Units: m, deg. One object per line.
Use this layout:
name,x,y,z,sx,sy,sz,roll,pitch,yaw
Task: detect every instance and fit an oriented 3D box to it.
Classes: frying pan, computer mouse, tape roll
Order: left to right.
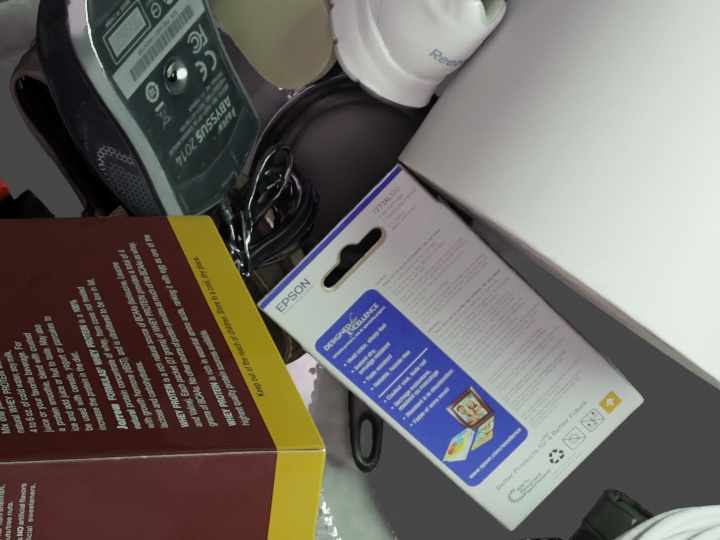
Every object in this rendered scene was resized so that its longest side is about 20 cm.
computer mouse,-0.098,-0.068,1.279,0.052,0.139,0.201,2,125,37
frying pan,0.015,-0.008,1.397,0.114,0.031,0.191,-23,107,0
tape roll,0.138,-0.049,1.304,0.202,0.203,0.139,36,91,-6

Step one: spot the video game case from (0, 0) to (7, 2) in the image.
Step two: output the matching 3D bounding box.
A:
video game case,-0.191,-0.213,1.324,0.180,0.026,0.201,-15,69,1

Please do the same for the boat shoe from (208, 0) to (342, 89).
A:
boat shoe,-0.059,-0.181,1.360,0.074,0.063,0.202,-33,86,34

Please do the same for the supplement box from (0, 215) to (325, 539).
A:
supplement box,-0.141,0.081,1.149,0.199,0.197,0.133,-1,119,-18

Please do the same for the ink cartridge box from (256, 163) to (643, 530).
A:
ink cartridge box,0.042,0.035,1.361,0.095,0.037,0.200,-45,125,4

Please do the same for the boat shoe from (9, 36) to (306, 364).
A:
boat shoe,-0.100,-0.029,1.359,0.200,0.073,0.074,52,137,0

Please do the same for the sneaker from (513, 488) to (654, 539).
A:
sneaker,0.142,0.187,1.414,0.200,0.060,0.104,40,94,-1

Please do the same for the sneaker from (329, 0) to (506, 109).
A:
sneaker,0.025,-0.179,1.322,0.087,0.074,0.201,-29,68,42

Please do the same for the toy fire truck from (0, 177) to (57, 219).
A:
toy fire truck,-0.208,-0.046,1.324,0.129,0.176,0.200,-41,83,-8

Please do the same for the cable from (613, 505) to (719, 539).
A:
cable,0.170,0.209,1.305,0.199,0.069,0.201,33,52,-11
